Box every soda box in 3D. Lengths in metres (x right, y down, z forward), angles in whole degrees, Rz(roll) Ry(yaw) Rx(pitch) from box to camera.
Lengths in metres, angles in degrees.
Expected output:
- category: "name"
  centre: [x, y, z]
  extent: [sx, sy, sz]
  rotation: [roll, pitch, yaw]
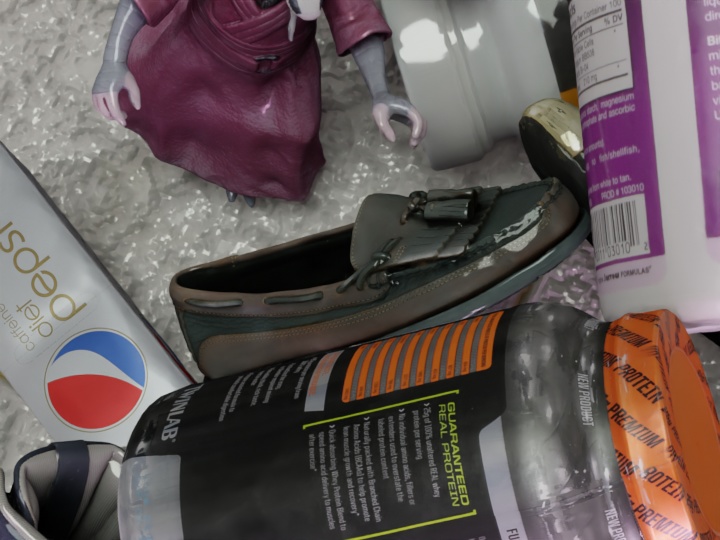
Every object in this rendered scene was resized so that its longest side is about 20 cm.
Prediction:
- category: "soda box"
  centre: [-0.126, 0.034, 0.920]
  extent: [0.064, 0.068, 0.200]
  rotation: [-40, 72, -4]

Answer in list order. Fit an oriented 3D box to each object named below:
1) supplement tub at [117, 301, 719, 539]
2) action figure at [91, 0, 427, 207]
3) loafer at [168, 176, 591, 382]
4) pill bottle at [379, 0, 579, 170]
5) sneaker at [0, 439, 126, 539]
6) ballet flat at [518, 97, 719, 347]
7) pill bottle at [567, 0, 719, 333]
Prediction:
- category: "supplement tub"
  centre: [0.025, 0.082, 0.738]
  extent: [0.200, 0.122, 0.123]
  rotation: [-14, 72, 19]
- category: "action figure"
  centre: [-0.039, -0.111, 0.884]
  extent: [0.134, 0.200, 0.149]
  rotation: [14, 63, -10]
- category: "loafer"
  centre: [0.000, 0.000, 0.866]
  extent: [0.200, 0.072, 0.063]
  rotation: [-25, 105, 31]
- category: "pill bottle"
  centre: [0.114, -0.116, 0.897]
  extent: [0.200, 0.116, 0.117]
  rotation: [-17, 72, 5]
- category: "sneaker"
  centre: [-0.146, 0.106, 0.847]
  extent: [0.077, 0.146, 0.202]
  rotation: [-12, 41, -35]
- category: "ballet flat"
  centre: [0.146, -0.007, 0.865]
  extent: [0.200, 0.066, 0.057]
  rotation: [40, 84, -10]
- category: "pill bottle"
  centre: [0.137, -0.080, 0.778]
  extent: [0.112, 0.112, 0.200]
  rotation: [-6, 85, 8]
